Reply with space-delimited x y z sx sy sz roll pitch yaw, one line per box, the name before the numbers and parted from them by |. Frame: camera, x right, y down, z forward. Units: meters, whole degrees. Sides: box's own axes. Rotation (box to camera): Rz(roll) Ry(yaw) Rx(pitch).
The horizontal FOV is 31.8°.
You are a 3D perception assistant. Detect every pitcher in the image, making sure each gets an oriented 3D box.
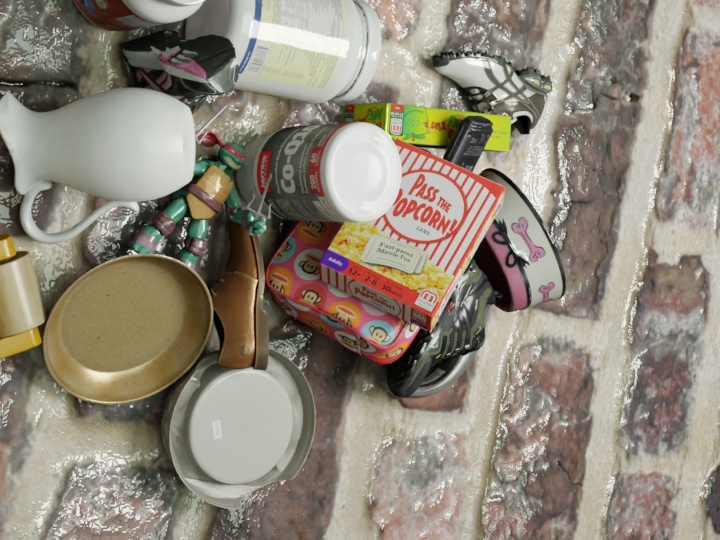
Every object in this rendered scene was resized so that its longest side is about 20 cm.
pitcher | -0.282 -0.112 1.375 0.199 0.121 0.172 -1 114 3

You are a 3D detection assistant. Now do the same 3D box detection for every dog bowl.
dog bowl | -0.154 0.187 1.547 0.199 0.059 0.201 -3 96 -33
dog bowl | 0.186 -0.032 1.676 0.074 0.200 0.201 -29 111 -11

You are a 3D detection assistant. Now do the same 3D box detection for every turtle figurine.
turtle figurine | -0.179 -0.085 1.479 0.149 0.101 0.200 34 88 -16

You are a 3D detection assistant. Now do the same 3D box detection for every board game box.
board game box | 0.087 -0.185 1.641 0.199 0.101 0.048 1 94 -33
board game box | 0.063 -0.045 1.509 0.200 0.151 0.046 -59 166 -25

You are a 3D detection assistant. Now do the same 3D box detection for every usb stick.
usb stick | 0.110 -0.108 1.616 0.055 0.033 0.201 -1 127 -43

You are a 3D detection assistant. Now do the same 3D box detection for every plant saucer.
plant saucer | -0.268 0.061 1.440 0.199 0.035 0.201 -16 126 -22

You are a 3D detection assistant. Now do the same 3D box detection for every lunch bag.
lunch bag | 0.000 0.000 1.555 0.177 0.199 0.082 -56 162 -17

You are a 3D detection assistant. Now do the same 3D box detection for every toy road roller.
toy road roller | -0.416 0.049 1.307 0.199 0.146 0.124 -21 106 -30

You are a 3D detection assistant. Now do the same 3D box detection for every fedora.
fedora | 0.071 0.067 1.664 0.176 0.090 0.201 21 86 -32

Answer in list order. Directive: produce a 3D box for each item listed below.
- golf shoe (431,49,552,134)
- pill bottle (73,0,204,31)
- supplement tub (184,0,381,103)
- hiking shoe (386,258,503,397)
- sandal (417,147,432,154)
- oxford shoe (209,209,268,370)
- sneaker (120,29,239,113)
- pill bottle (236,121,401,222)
golf shoe | 0.178 -0.241 1.711 0.199 0.078 0.095 12 89 -33
pill bottle | -0.230 -0.320 1.359 0.112 0.200 0.113 -4 97 -33
supplement tub | -0.091 -0.276 1.488 0.199 0.145 0.146 6 92 -34
hiking shoe | 0.113 0.086 1.593 0.101 0.076 0.200 40 75 -26
sandal | 0.071 -0.128 1.634 0.200 0.045 0.075 8 64 -54
oxford shoe | -0.150 0.020 1.505 0.071 0.071 0.201 0 68 -11
sneaker | -0.190 -0.212 1.404 0.080 0.200 0.087 -27 118 -23
pill bottle | -0.055 -0.115 1.490 0.113 0.200 0.115 -2 94 -39
